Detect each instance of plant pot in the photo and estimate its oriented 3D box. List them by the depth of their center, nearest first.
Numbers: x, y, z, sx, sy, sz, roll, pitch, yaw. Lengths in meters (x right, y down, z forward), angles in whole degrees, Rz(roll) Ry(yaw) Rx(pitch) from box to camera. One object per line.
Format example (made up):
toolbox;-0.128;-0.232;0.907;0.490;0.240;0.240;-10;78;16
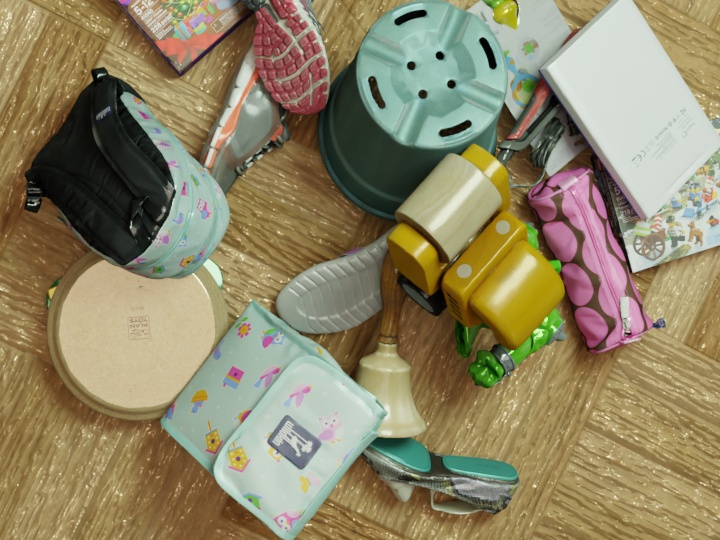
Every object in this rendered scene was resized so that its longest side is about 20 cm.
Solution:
plant pot;0.059;-0.169;1.266;0.198;0.196;0.203;1;79;-4

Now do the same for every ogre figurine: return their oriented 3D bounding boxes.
ogre figurine;0.151;0.021;1.345;0.119;0.099;0.201;-8;48;-12

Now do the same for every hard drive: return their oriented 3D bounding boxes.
hard drive;0.292;-0.175;1.336;0.132;0.025;0.201;-43;106;-17

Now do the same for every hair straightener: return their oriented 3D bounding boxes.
hair straightener;0.211;-0.162;1.331;0.077;0.041;0.201;39;72;-20

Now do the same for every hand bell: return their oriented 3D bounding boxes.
hand bell;0.029;0.064;1.314;0.103;0.104;0.202;4;99;-8

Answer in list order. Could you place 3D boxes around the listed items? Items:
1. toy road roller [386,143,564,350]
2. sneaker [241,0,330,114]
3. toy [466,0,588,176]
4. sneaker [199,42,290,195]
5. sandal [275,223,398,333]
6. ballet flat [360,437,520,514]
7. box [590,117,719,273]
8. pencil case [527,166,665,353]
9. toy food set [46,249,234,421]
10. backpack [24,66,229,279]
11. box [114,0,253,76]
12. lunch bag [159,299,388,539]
toy road roller;0.120;-0.011;1.206;0.146;0.200;0.123;38;79;22
sneaker;-0.071;-0.261;1.287;0.080;0.075;0.202;-12;100;27
toy;0.190;-0.218;1.371;0.115;0.047;0.201;-37;106;-16
sneaker;-0.116;-0.141;1.323;0.081;0.077;0.202;23;89;-14
sandal;0.003;0.006;1.351;0.201;0.050;0.083;-26;110;11
ballet flat;0.074;0.227;1.361;0.198;0.072;0.073;16;89;-7
box;0.373;-0.091;1.407;0.198;0.038;0.138;-18;93;-7
pencil case;0.253;-0.012;1.363;0.090;0.094;0.202;-24;93;7
toy food set;-0.233;0.058;1.322;0.198;0.049;0.200;-21;94;-7
backpack;-0.226;-0.083;1.248;0.200;0.126;0.168;44;107;33
box;-0.163;-0.325;1.328;0.200;0.039;0.137;-42;96;-5
lunch bag;-0.081;0.154;1.263;0.171;0.200;0.122;-51;138;-2
